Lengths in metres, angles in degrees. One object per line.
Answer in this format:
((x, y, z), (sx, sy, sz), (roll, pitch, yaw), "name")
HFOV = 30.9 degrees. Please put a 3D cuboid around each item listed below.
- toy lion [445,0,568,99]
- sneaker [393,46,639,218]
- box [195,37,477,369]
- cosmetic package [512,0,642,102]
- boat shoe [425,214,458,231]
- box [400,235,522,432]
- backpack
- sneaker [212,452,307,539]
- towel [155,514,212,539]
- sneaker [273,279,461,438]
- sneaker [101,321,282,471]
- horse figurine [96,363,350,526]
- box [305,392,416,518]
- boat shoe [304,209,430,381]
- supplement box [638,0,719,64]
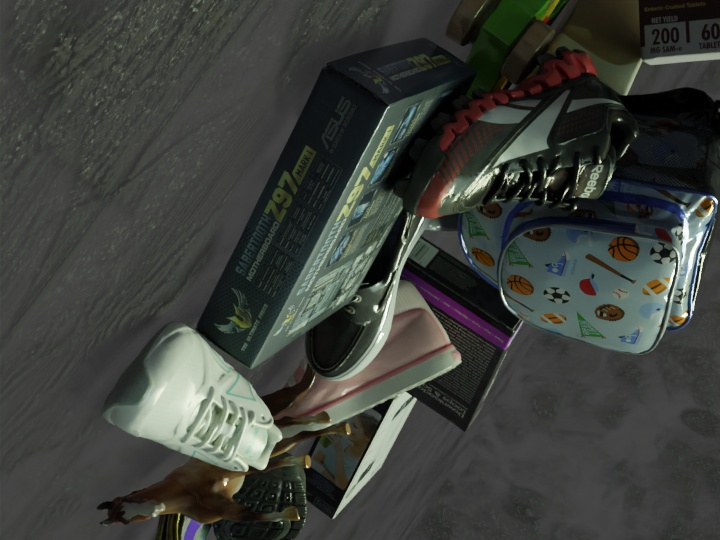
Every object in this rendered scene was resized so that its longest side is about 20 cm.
((0.119, -0.181, 0.993), (0.200, 0.069, 0.192), (-52, 174, -17), "toy lion")
((0.111, -0.077, 0.858), (0.200, 0.098, 0.071), (-31, 158, -36), "sneaker")
((-0.014, -0.047, 0.839), (0.200, 0.051, 0.158), (-62, 167, 26), "box")
((0.190, -0.184, 1.091), (0.105, 0.071, 0.200), (-53, -176, 46), "cosmetic package")
((0.072, -0.072, 1.094), (0.200, 0.072, 0.062), (-24, 118, -66), "boat shoe")
((0.062, 0.054, 1.164), (0.036, 0.143, 0.200), (-49, 166, -31), "box")
((0.170, -0.036, 0.992), (0.200, 0.190, 0.154), (90, 23, -45), "backpack")
((-0.094, 0.211, 1.145), (0.091, 0.076, 0.200), (-85, -165, -45), "sneaker")
((-0.145, 0.250, 1.027), (0.200, 0.023, 0.144), (92, 6, -69), "towel")
((-0.026, 0.075, 1.089), (0.200, 0.105, 0.075), (-26, 176, 1), "sneaker")
((-0.095, 0.084, 0.810), (0.070, 0.080, 0.200), (-54, 166, -1), "sneaker")
((-0.087, 0.135, 0.943), (0.200, 0.132, 0.050), (-56, 134, -64), "horse figurine")
((0.006, 0.162, 1.414), (0.117, 0.060, 0.200), (-40, 161, -49), "box")
((0.000, 0.000, 0.979), (0.066, 0.070, 0.200), (-15, 138, -60), "boat shoe")
((0.266, -0.262, 0.991), (0.061, 0.109, 0.200), (-14, 101, -70), "supplement box")
